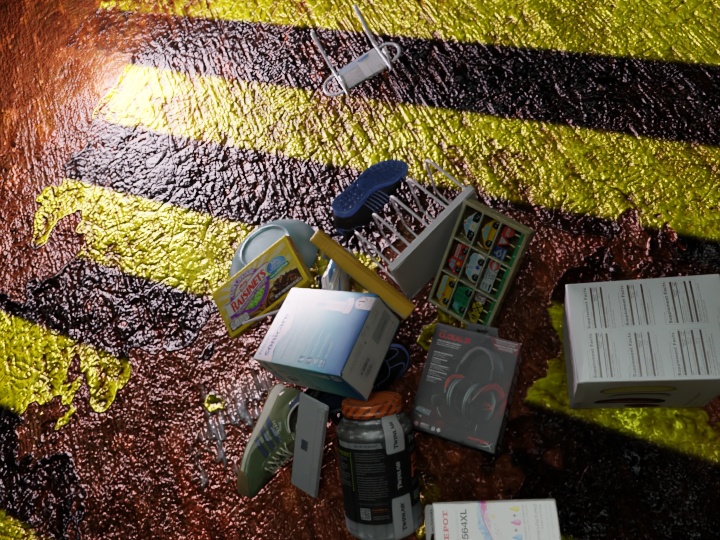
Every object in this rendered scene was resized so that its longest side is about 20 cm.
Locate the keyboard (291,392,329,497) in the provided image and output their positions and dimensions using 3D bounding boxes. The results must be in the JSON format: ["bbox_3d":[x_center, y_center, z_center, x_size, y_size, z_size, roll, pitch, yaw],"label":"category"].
[{"bbox_3d":[-0.086,0.292,0.969,0.056,0.011,0.202,25,121,29],"label":"keyboard"}]

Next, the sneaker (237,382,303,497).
[{"bbox_3d":[-0.142,0.302,1.023,0.089,0.067,0.202,9,68,26],"label":"sneaker"}]

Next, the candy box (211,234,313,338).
[{"bbox_3d":[-0.188,0.032,1.101,0.199,0.026,0.103,-36,69,17],"label":"candy box"}]

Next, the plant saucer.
[{"bbox_3d":[-0.182,-0.036,1.168,0.199,0.039,0.203,-12,51,15],"label":"plant saucer"}]

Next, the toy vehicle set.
[{"bbox_3d":[0.202,-0.005,1.002,0.124,0.026,0.202,30,118,26],"label":"toy vehicle set"}]

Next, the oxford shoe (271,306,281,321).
[{"bbox_3d":[-0.131,0.090,1.107,0.071,0.073,0.200,-40,62,-1],"label":"oxford shoe"}]

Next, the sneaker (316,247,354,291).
[{"bbox_3d":[-0.049,0.049,1.098,0.071,0.072,0.202,0,62,5],"label":"sneaker"}]

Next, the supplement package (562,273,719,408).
[{"bbox_3d":[0.409,0.114,0.861,0.197,0.191,0.149,-5,66,16],"label":"supplement package"}]

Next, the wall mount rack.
[{"bbox_3d":[-0.017,-0.490,1.313,0.199,0.075,0.175,-31,62,2],"label":"wall mount rack"}]

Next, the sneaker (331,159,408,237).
[{"bbox_3d":[0.020,-0.146,1.168,0.199,0.078,0.070,-38,58,-25],"label":"sneaker"}]

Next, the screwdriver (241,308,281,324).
[{"bbox_3d":[-0.134,0.066,1.069,0.028,0.199,0.029,38,122,30],"label":"screwdriver"}]

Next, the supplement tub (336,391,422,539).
[{"bbox_3d":[0.028,0.298,0.907,0.121,0.122,0.203,-5,92,15],"label":"supplement tub"}]

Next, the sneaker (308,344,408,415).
[{"bbox_3d":[0.000,0.190,0.996,0.199,0.078,0.071,-31,88,-8],"label":"sneaker"}]

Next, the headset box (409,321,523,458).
[{"bbox_3d":[0.179,0.186,0.969,0.147,0.075,0.202,13,73,22],"label":"headset box"}]

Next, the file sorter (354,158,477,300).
[{"bbox_3d":[0.105,-0.076,1.068,0.200,0.139,0.124,-45,60,-5],"label":"file sorter"}]

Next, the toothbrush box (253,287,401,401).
[{"bbox_3d":[-0.056,0.114,0.954,0.198,0.085,0.147,2,55,39],"label":"toothbrush box"}]

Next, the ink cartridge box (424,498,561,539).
[{"bbox_3d":[0.188,0.403,0.847,0.197,0.125,0.130,-8,66,13],"label":"ink cartridge box"}]

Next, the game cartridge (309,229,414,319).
[{"bbox_3d":[0.000,0.000,1.004,0.200,0.176,0.033,41,91,-5],"label":"game cartridge"}]
